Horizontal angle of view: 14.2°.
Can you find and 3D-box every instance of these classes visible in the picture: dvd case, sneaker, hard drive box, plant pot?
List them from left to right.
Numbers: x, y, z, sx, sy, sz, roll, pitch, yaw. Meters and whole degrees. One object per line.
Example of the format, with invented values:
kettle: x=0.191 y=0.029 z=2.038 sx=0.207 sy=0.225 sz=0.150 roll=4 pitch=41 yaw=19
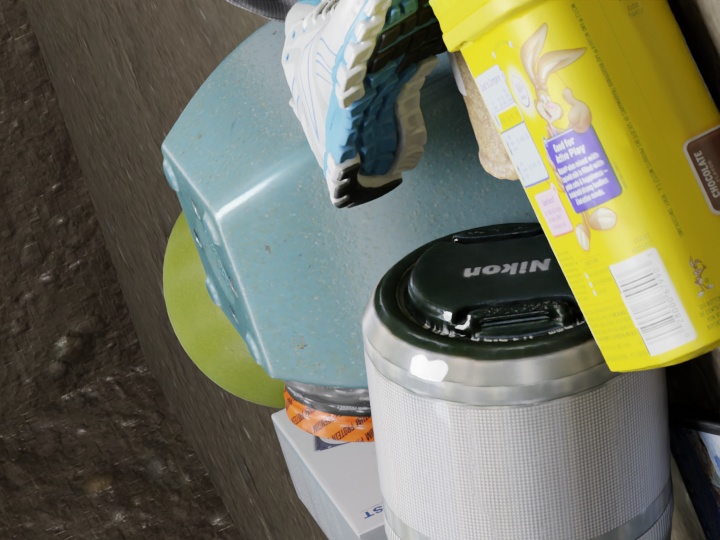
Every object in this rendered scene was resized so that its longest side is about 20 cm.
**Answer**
plant pot: x=-0.030 y=-0.011 z=2.034 sx=0.188 sy=0.186 sz=0.200 roll=65 pitch=162 yaw=4
sneaker: x=-0.006 y=-0.116 z=1.464 sx=0.087 sy=0.075 sz=0.200 roll=53 pitch=153 yaw=21
plant pot: x=0.003 y=-0.043 z=1.663 sx=0.196 sy=0.199 sz=0.197 roll=50 pitch=162 yaw=59
hard drive box: x=0.046 y=0.139 z=1.994 sx=0.200 sy=0.155 sz=0.077 roll=-133 pitch=23 yaw=-61
dvd case: x=0.213 y=0.141 z=1.499 sx=0.200 sy=0.017 sz=0.143 roll=-175 pitch=63 yaw=-80

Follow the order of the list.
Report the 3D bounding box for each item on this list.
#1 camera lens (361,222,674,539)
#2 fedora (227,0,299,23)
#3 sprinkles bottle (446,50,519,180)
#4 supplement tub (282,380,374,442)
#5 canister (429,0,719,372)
camera lens: x=0.087 y=0.086 z=1.554 sx=0.160 sy=0.159 sz=0.201 roll=-130 pitch=29 yaw=-58
fedora: x=-0.029 y=-0.187 z=1.519 sx=0.200 sy=0.176 sz=0.091 roll=105 pitch=168 yaw=-73
sprinkles bottle: x=0.066 y=-0.146 z=1.462 sx=0.068 sy=0.068 sz=0.201 roll=48 pitch=160 yaw=61
supplement tub: x=0.000 y=0.000 z=1.857 sx=0.123 sy=0.122 sz=0.201 roll=-132 pitch=39 yaw=-61
canister: x=0.118 y=-0.059 z=1.341 sx=0.201 sy=0.086 sz=0.149 roll=65 pitch=169 yaw=-1
